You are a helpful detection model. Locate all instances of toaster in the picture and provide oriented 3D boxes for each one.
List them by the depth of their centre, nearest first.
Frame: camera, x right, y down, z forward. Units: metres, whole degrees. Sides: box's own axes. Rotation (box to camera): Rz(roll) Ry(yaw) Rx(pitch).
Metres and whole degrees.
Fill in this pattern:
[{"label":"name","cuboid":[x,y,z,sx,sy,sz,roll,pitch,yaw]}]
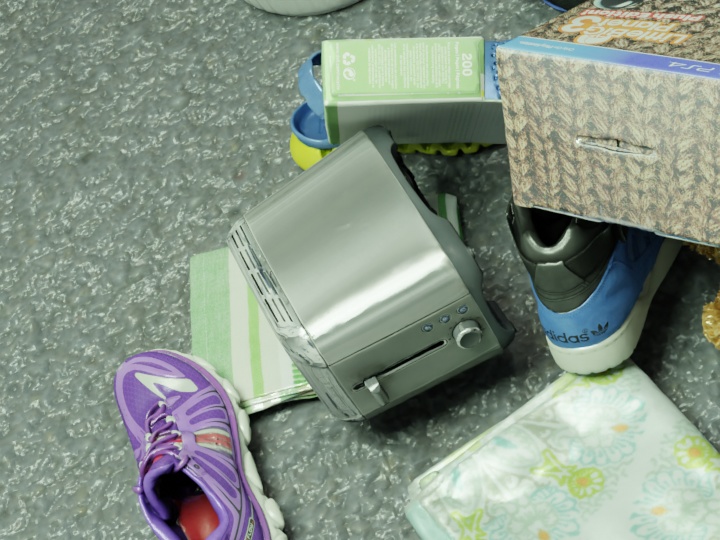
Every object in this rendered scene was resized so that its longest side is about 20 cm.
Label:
[{"label":"toaster","cuboid":[0.000,0.000,1.146,0.129,0.114,0.200,-32,46,0]}]

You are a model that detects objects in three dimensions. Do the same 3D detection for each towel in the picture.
[{"label":"towel","cuboid":[0.138,0.152,1.044,0.171,0.048,0.200,-35,49,-5]},{"label":"towel","cuboid":[-0.021,0.024,1.228,0.199,0.023,0.153,-16,49,12]}]

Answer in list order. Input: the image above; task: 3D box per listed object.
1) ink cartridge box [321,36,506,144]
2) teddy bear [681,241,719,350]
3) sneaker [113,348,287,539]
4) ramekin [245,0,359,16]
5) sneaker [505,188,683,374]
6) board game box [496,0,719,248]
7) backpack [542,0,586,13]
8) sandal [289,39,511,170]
[{"label":"ink cartridge box","cuboid":[0.075,-0.114,1.178,0.199,0.146,0.048,-1,84,0]},{"label":"teddy bear","cuboid":[0.260,-0.042,1.113,0.145,0.067,0.200,29,57,-1]},{"label":"sneaker","cuboid":[-0.111,0.118,1.137,0.081,0.083,0.200,-44,49,11]},{"label":"ramekin","cuboid":[-0.041,-0.295,1.429,0.199,0.105,0.201,-12,50,15]},{"label":"sneaker","cuboid":[0.148,-0.040,1.123,0.076,0.112,0.200,-4,36,28]},{"label":"board game box","cuboid":[0.203,-0.105,1.018,0.159,0.097,0.200,15,34,41]},{"label":"backpack","cuboid":[0.198,-0.259,1.246,0.154,0.191,0.200,-32,46,-25]},{"label":"sandal","cuboid":[0.035,-0.128,1.280,0.199,0.087,0.080,-15,47,9]}]
